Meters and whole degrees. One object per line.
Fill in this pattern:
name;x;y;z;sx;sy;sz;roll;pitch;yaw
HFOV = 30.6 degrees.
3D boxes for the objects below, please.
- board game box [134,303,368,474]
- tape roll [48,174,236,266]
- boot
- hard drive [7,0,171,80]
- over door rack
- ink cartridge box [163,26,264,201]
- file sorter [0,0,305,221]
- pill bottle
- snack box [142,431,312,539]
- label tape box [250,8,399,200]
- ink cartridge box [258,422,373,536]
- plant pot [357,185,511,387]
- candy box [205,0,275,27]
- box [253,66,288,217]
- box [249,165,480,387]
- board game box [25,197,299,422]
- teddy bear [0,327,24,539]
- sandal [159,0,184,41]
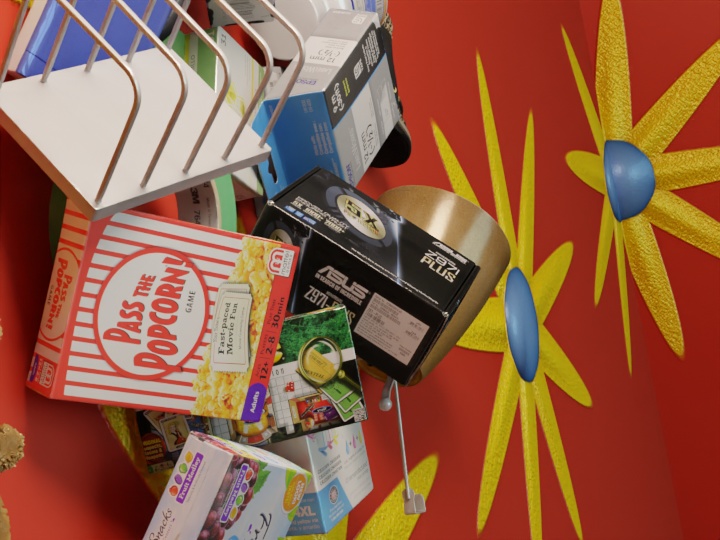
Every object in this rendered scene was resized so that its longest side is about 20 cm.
board game box;-0.099;0.102;1.147;0.023;0.198;0.106;-166;-117;-81
tape roll;-0.181;-0.040;1.124;0.200;0.048;0.203;-8;100;-60
boot;0.018;-0.234;1.668;0.200;0.072;0.152;60;24;-61
hard drive;-0.209;-0.227;1.096;0.132;0.025;0.202;37;72;-59
over door rack;-0.023;0.166;1.347;0.067;0.146;0.202;-21;101;-69
ink cartridge box;-0.157;-0.169;1.273;0.200;0.047;0.147;39;47;-61
file sorter;-0.158;-0.151;1.011;0.139;0.125;0.199;45;38;16
pill bottle;-0.050;-0.294;1.487;0.200;0.111;0.113;-41;120;-63
snack box;-0.128;0.243;1.090;0.202;0.053;0.142;-66;153;-3
label tape box;-0.034;-0.155;1.370;0.144;0.065;0.201;76;33;-44
ink cartridge box;-0.082;0.136;1.247;0.128;0.124;0.202;-27;108;-66
plant pot;0.067;0.033;1.600;0.187;0.185;0.201;59;44;-42
candy box;-0.126;-0.359;1.260;0.200;0.071;0.170;94;-10;-71
box;-0.070;-0.149;1.480;0.200;0.041;0.158;-22;104;-66
box;0.000;0.000;1.271;0.087;0.199;0.164;-60;174;22
board game box;-0.154;0.035;1.054;0.199;0.046;0.153;11;92;-40
teddy bear;-0.283;0.095;0.880;0.145;0.066;0.202;10;67;-76
sandal;-0.180;-0.288;1.214;0.043;0.075;0.202;47;39;-54
